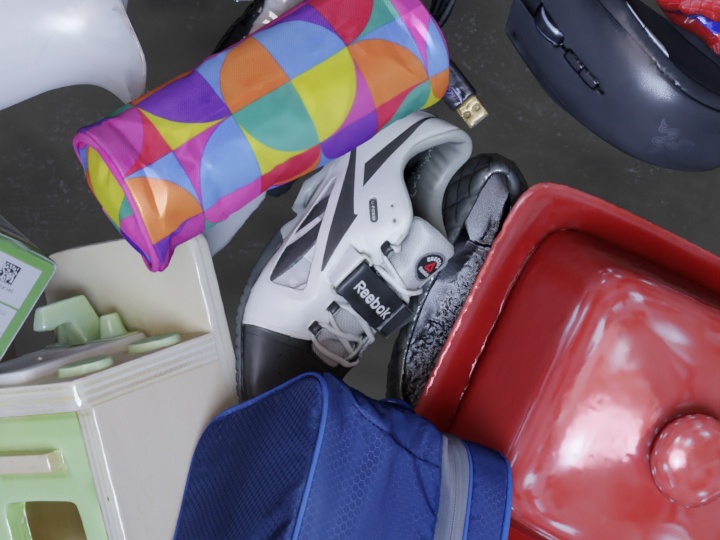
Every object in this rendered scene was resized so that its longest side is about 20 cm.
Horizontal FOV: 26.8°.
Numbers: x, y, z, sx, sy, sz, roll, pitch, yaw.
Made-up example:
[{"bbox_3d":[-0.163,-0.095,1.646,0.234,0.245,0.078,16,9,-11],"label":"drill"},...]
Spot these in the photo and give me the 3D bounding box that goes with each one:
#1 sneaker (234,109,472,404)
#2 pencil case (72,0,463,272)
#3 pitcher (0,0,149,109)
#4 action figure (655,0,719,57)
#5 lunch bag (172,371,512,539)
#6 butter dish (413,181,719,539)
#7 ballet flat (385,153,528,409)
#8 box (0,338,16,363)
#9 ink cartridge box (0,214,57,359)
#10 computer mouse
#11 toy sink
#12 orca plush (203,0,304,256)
[{"bbox_3d":[0.000,0.000,0.799,0.088,0.074,0.201,8,71,38],"label":"sneaker"},{"bbox_3d":[-0.045,-0.079,0.771,0.199,0.088,0.089,-30,86,-18],"label":"pencil case"},{"bbox_3d":[-0.218,-0.163,0.847,0.199,0.121,0.173,-2,70,-5],"label":"pitcher"},{"bbox_3d":[0.225,-0.112,0.813,0.099,0.065,0.201,-27,87,24],"label":"action figure"},{"bbox_3d":[-0.010,0.150,0.707,0.132,0.136,0.201,28,60,-24],"label":"lunch bag"},{"bbox_3d":[0.144,0.080,0.766,0.199,0.148,0.200,25,91,-13],"label":"butter dish"},{"bbox_3d":[0.051,0.033,0.836,0.066,0.057,0.201,10,92,5],"label":"ballet flat"},{"bbox_3d":[-0.242,0.108,0.854,0.094,0.078,0.201,-6,89,6],"label":"box"},{"bbox_3d":[-0.246,0.051,0.763,0.104,0.059,0.201,33,93,43],"label":"ink cartridge box"},{"bbox_3d":[0.101,-0.104,0.809,0.200,0.046,0.140,45,134,-1],"label":"computer mouse"},{"bbox_3d":[-0.140,0.091,0.792,0.130,0.112,0.201,-7,97,39],"label":"toy sink"},{"bbox_3d":[-0.081,-0.103,0.839,0.071,0.105,0.201,42,132,40],"label":"orca plush"}]
